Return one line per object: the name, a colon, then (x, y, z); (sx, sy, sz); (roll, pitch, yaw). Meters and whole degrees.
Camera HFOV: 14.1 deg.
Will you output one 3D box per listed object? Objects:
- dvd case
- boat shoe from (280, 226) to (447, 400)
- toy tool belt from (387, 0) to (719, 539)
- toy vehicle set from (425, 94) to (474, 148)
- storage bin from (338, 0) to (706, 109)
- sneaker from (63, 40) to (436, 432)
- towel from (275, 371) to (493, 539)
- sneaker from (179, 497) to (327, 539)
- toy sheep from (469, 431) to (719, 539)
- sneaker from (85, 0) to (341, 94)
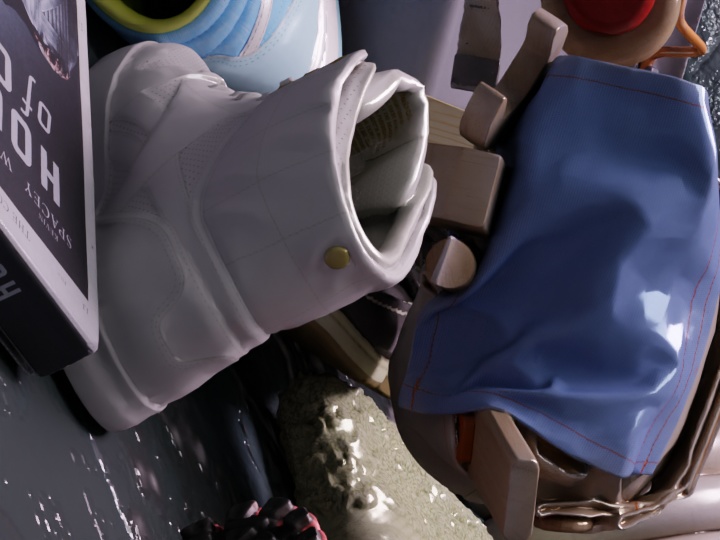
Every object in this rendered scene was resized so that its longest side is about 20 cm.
dvd case: (-0.120, -0.088, 0.807); (0.151, 0.025, 0.201); (57, 16, -39)
boat shoe: (0.001, 0.001, 1.020); (0.072, 0.066, 0.201); (35, 0, 14)
toy tool belt: (0.067, -0.017, 0.903); (0.123, 0.124, 0.201); (36, 64, -85)
toy vehicle set: (0.043, -0.025, 1.078); (0.200, 0.124, 0.027); (98, 14, -83)
storage bin: (0.056, -0.126, 1.109); (0.134, 0.145, 0.201); (12, 95, -54)
sneaker: (-0.028, -0.031, 0.886); (0.074, 0.115, 0.200); (59, 13, -25)
towel: (0.029, 0.129, 1.030); (0.200, 0.036, 0.149); (50, 20, -54)
sneaker: (-0.009, 0.148, 0.736); (0.201, 0.077, 0.082); (-96, 161, -52)
toy sheep: (0.105, 0.111, 1.184); (0.138, 0.137, 0.201); (26, 49, -72)
sneaker: (-0.059, -0.155, 1.019); (0.131, 0.079, 0.201); (40, 38, -65)
